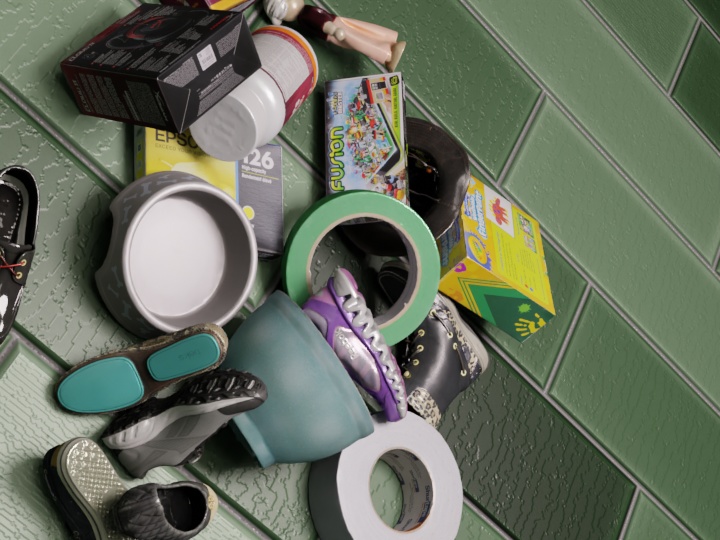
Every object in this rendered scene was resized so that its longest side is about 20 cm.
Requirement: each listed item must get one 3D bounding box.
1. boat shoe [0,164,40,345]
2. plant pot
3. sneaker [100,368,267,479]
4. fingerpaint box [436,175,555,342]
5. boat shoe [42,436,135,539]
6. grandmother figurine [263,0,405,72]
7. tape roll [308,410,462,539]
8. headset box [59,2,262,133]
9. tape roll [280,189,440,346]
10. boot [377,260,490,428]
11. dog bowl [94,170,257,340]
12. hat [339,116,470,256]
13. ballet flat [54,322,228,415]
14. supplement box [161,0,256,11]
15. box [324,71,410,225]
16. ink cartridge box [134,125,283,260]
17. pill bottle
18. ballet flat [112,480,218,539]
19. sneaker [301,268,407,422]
[{"bbox_3d":[-0.389,-0.016,1.340,0.073,0.063,0.204,17,67,-34],"label":"boat shoe"},{"bbox_3d":[-0.095,0.144,1.446,0.134,0.200,0.201,-34,97,-12],"label":"plant pot"},{"bbox_3d":[-0.184,0.168,1.367,0.080,0.198,0.074,62,20,-15],"label":"sneaker"},{"bbox_3d":[0.175,-0.024,1.723,0.166,0.073,0.201,32,34,-26],"label":"fingerpaint box"},{"bbox_3d":[-0.277,0.264,1.333,0.075,0.062,0.202,-45,118,-43],"label":"boat shoe"},{"bbox_3d":[-0.039,-0.330,1.687,0.198,0.121,0.061,24,87,-8],"label":"grandmother figurine"},{"bbox_3d":[0.033,0.278,1.561,0.199,0.066,0.203,14,66,-33],"label":"tape roll"},{"bbox_3d":[-0.238,-0.240,1.450,0.149,0.199,0.076,-46,133,-33],"label":"headset box"},{"bbox_3d":[0.000,0.000,1.574,0.198,0.048,0.203,-2,98,-12],"label":"tape roll"},{"bbox_3d":[0.069,0.103,1.645,0.204,0.073,0.154,49,55,-12],"label":"boot"},{"bbox_3d":[-0.206,-0.014,1.442,0.198,0.058,0.203,-3,95,-35],"label":"dog bowl"},{"bbox_3d":[0.058,-0.101,1.690,0.081,0.198,0.203,65,24,-67],"label":"hat"},{"bbox_3d":[-0.239,0.108,1.390,0.198,0.075,0.069,-20,100,1],"label":"ballet flat"},{"bbox_3d":[-0.218,-0.414,1.587,0.110,0.085,0.201,-35,97,-39],"label":"supplement box"},{"bbox_3d":[0.008,-0.162,1.660,0.035,0.109,0.202,61,25,-67],"label":"box"},{"bbox_3d":[-0.186,-0.123,1.543,0.196,0.047,0.203,8,73,-34],"label":"ink cartridge box"},{"bbox_3d":[-0.132,-0.218,1.539,0.110,0.109,0.200,49,34,-14],"label":"pill bottle"},{"bbox_3d":[-0.198,0.260,1.348,0.200,0.056,0.067,18,56,-71],"label":"ballet flat"},{"bbox_3d":[-0.010,0.102,1.527,0.088,0.081,0.202,-28,99,2],"label":"sneaker"}]
